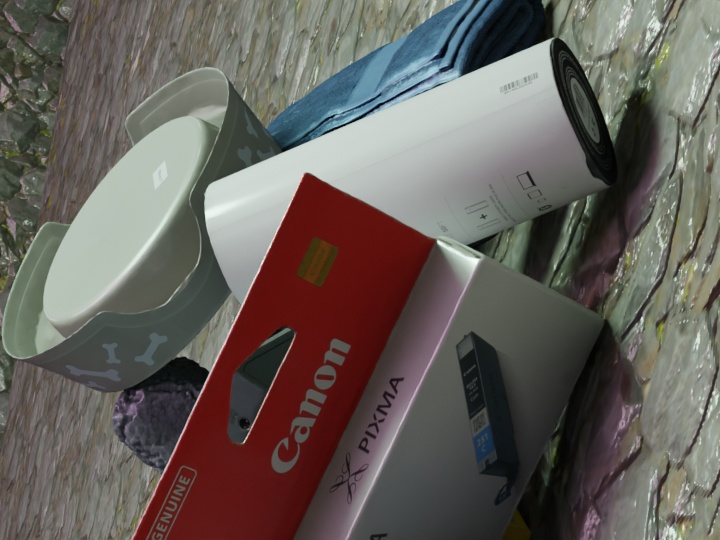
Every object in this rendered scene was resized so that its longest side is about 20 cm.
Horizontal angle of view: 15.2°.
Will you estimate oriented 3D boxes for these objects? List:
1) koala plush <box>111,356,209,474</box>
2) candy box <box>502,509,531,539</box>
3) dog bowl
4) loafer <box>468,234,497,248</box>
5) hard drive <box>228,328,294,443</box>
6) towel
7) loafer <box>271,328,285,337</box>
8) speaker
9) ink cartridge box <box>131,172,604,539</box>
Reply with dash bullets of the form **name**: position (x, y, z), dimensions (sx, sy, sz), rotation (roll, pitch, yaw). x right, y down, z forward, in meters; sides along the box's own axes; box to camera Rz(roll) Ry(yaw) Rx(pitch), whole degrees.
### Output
- **koala plush**: position (-0.039, 0.139, 1.593), dimensions (0.200, 0.183, 0.179), rotation (-20, -67, -81)
- **candy box**: position (0.039, 0.205, 1.409), dimensions (0.102, 0.026, 0.201), rotation (-125, 50, -69)
- **dog bowl**: position (-0.120, -0.018, 1.538), dimensions (0.200, 0.059, 0.201), rotation (-41, 26, 25)
- **loafer**: position (0.025, -0.045, 1.437), dimensions (0.199, 0.072, 0.073), rotation (-33, 40, 14)
- **hard drive**: position (-0.059, 0.118, 1.364), dimensions (0.139, 0.033, 0.201), rotation (-30, -32, -60)
- **towel**: position (0.014, -0.099, 1.569), dimensions (0.200, 0.049, 0.112), rotation (-28, 20, 41)
- **loafer**: position (0.000, 0.000, 1.557), dimensions (0.072, 0.063, 0.200), rotation (-7, 37, 49)
- **speaker**: position (0.023, -0.043, 1.355), dimensions (0.199, 0.081, 0.081), rotation (-22, 38, 17)
- **ink cartridge box**: position (0.006, 0.078, 1.272), dimensions (0.045, 0.176, 0.201), rotation (25, 90, 51)
